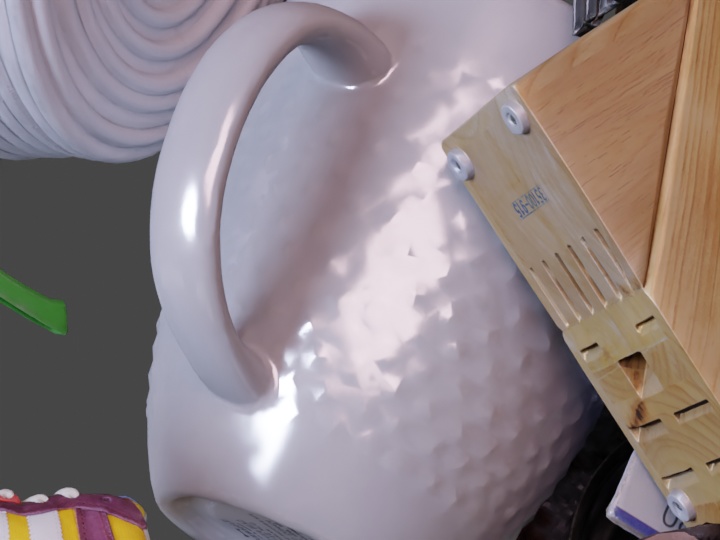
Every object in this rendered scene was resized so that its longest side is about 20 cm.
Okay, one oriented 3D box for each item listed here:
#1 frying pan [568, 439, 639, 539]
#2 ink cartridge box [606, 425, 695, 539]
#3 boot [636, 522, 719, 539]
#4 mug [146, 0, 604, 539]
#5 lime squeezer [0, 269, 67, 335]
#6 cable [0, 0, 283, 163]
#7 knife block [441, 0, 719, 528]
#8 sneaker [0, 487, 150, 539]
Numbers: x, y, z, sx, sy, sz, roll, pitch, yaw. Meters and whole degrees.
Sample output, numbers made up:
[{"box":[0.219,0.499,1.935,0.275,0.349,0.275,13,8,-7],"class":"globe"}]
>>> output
[{"box":[0.150,0.090,0.843,0.190,0.031,0.115,-22,76,-25],"class":"frying pan"},{"box":[0.178,0.035,0.806,0.196,0.043,0.200,33,71,-20],"class":"ink cartridge box"},{"box":[0.099,0.150,0.667,0.200,0.069,0.174,1,69,0],"class":"boot"},{"box":[0.000,0.000,0.786,0.148,0.200,0.175,11,68,34],"class":"mug"},{"box":[-0.186,-0.009,0.814,0.200,0.071,0.038,-5,21,-36],"class":"lime squeezer"},{"box":[-0.079,-0.131,0.832,0.069,0.200,0.200,14,106,24],"class":"cable"},{"box":[0.123,-0.046,0.733,0.176,0.064,0.200,-32,88,-20],"class":"knife block"},{"box":[-0.117,0.098,0.809,0.200,0.075,0.090,34,62,4],"class":"sneaker"}]
